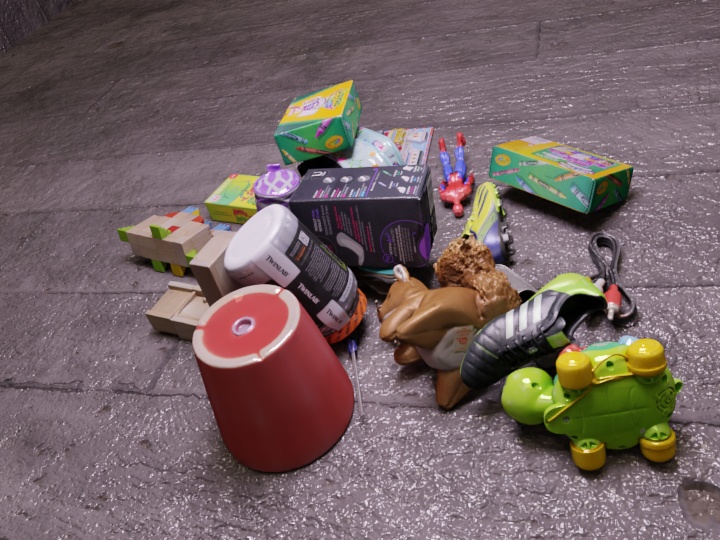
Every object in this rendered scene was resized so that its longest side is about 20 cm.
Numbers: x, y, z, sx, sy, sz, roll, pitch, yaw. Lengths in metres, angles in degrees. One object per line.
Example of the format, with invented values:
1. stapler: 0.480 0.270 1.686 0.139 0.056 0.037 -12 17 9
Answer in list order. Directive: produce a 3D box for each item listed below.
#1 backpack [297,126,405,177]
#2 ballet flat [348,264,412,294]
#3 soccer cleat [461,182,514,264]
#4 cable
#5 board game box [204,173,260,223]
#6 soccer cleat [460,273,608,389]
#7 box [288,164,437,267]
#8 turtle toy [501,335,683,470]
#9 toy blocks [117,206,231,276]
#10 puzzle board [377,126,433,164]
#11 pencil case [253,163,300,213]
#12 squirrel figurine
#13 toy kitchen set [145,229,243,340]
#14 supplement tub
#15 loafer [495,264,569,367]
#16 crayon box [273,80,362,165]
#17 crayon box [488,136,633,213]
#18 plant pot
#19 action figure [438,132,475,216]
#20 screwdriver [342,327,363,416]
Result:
1. backpack: 0.002 -0.152 1.121 0.150 0.178 0.200 -31 34 -14
2. ballet flat: 0.000 0.000 1.032 0.199 0.069 0.068 24 52 39
3. soccer cleat: 0.201 -0.082 1.061 0.083 0.065 0.201 -17 36 17
4. cable: 0.353 0.006 0.911 0.097 0.051 0.200 10 48 28
5. board game box: -0.202 -0.140 1.284 0.199 0.048 0.102 9 46 29
6. soccer cleat: 0.207 0.078 0.777 0.200 0.068 0.081 -40 26 0
7. box: 0.008 -0.083 0.977 0.199 0.123 0.106 1 36 16
8. turtle toy: 0.263 0.142 0.735 0.199 0.147 0.101 -11 19 12
9. toy blocks: -0.346 -0.073 1.238 0.199 0.100 0.137 11 36 29
10. puzzle board: 0.066 -0.241 1.330 0.150 0.017 0.201 -2 42 18
11. pencil case: -0.124 -0.068 1.062 0.083 0.201 0.086 -3 39 1
12. squirrel figurine: 0.114 0.050 0.886 0.200 0.142 0.187 -41 25 -2
13. toy kitchen set: -0.245 -0.002 1.037 0.199 0.181 0.163 8 44 26
14. supplement tub: -0.088 0.011 0.924 0.122 0.200 0.123 -33 31 23
15. loafer: 0.228 0.047 0.894 0.070 0.070 0.200 -23 40 -8
16. crayon box: -0.067 -0.256 1.097 0.118 0.059 0.200 -13 30 13
17. crayon box: 0.332 -0.165 1.073 0.118 0.059 0.200 -19 35 -36
18. plant pot: -0.122 0.130 0.842 0.199 0.178 0.201 -11 40 9
19. action figure: 0.176 -0.174 1.188 0.065 0.052 0.201 -11 45 16
20. screwdriver: -0.008 0.133 0.920 0.028 0.029 0.201 -14 43 3
